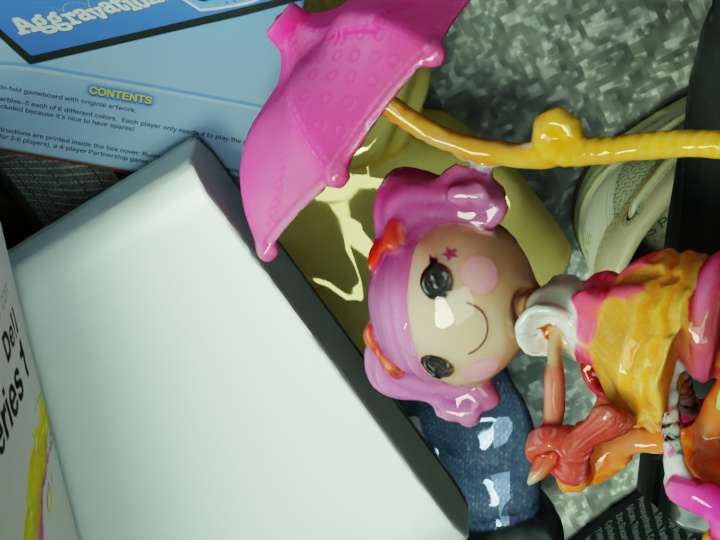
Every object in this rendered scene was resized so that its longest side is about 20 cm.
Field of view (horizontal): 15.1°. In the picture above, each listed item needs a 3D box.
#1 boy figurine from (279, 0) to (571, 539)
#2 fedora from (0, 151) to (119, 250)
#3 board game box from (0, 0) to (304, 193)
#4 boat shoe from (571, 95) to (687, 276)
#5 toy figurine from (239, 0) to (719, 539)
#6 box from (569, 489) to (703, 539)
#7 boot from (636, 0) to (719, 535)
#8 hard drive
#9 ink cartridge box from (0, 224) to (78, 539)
[{"bbox_3d":[0.000,0.000,0.811,0.124,0.064,0.200,-15,109,4],"label":"boy figurine"},{"bbox_3d":[-0.142,0.009,0.796,0.176,0.090,0.200,-15,112,5],"label":"fedora"},{"bbox_3d":[-0.113,-0.082,0.689,0.199,0.019,0.103,10,125,-6],"label":"board game box"},{"bbox_3d":[0.151,-0.050,0.794,0.200,0.065,0.072,-34,107,10],"label":"boat shoe"},{"bbox_3d":[0.059,-0.005,0.669,0.184,0.150,0.200,10,119,23],"label":"toy figurine"},{"bbox_3d":[0.133,0.138,0.841,0.200,0.104,0.148,-39,105,12],"label":"box"},{"bbox_3d":[0.164,-0.024,0.727,0.164,0.066,0.201,5,90,5],"label":"boot"},{"bbox_3d":[-0.089,0.066,0.748,0.200,0.026,0.132,-30,110,17],"label":"hard drive"},{"bbox_3d":[-0.123,0.086,0.665,0.084,0.145,0.200,-7,115,8],"label":"ink cartridge box"}]
